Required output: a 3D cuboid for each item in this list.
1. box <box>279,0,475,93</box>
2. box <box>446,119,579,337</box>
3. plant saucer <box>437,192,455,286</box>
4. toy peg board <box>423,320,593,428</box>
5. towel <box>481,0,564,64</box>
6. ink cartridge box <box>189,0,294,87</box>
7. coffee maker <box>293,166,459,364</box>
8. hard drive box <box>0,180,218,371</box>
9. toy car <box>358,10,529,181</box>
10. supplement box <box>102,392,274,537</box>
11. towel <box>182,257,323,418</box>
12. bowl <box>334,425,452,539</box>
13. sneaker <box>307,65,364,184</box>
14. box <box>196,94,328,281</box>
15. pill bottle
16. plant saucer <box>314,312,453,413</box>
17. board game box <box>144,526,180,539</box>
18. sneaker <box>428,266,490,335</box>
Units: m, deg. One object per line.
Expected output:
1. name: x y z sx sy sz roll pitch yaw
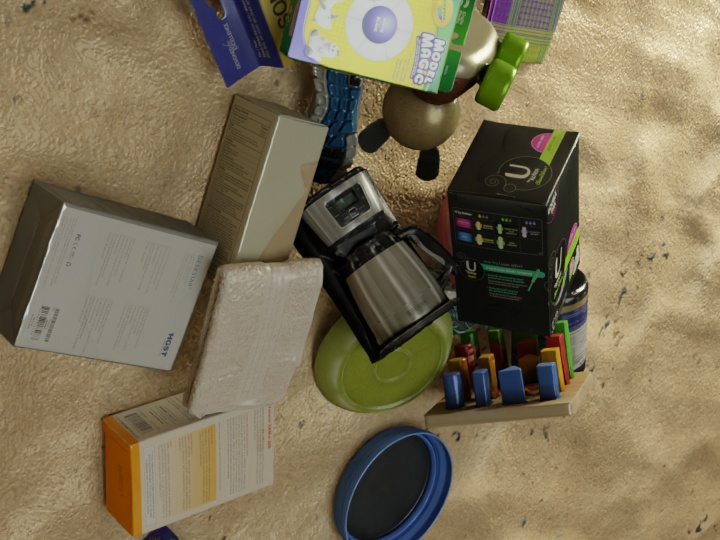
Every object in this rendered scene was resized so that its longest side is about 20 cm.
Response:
1. box: 0.024 -0.259 1.301 0.197 0.048 0.119 10 104 -20
2. box: 0.186 -0.050 1.468 0.149 0.123 0.202 -59 150 -43
3. plant saucer: 0.169 -0.034 1.637 0.199 0.050 0.204 17 65 -40
4. toy peg board: 0.198 0.135 1.672 0.199 0.197 0.099 -20 101 -70
5. towel: 0.216 -0.369 1.590 0.142 0.023 0.203 -3 113 -41
6. ink cartridge box: -0.088 -0.320 1.286 0.200 0.047 0.199 -41 133 -22
7. coffee maker: 0.000 0.000 1.460 0.134 0.192 0.201 -30 84 -38
8. hard drive box: -0.270 0.010 1.308 0.198 0.076 0.158 16 100 -44
9. toy car: 0.079 -0.204 1.462 0.201 0.163 0.158 -65 177 36
10. supplement box: -0.201 0.215 1.468 0.198 0.073 0.128 -15 119 -36
11. towel: -0.121 0.077 1.386 0.131 0.034 0.202 -5 126 -35
12. bowl: 0.046 0.313 1.756 0.199 0.039 0.203 -19 122 -33
13. sneaker: -0.026 -0.195 1.432 0.087 0.074 0.202 -73 178 -55
14. box: -0.117 -0.084 1.386 0.077 0.095 0.203 8 106 -43
15. pill bottle: 0.274 0.099 1.803 0.111 0.111 0.203 -22 124 -31
16. plant saucer: 0.037 0.116 1.615 0.197 0.031 0.202 -14 130 -18
17. board game box: -0.241 0.429 1.556 0.134 0.045 0.201 -44 132 -16
18. sneaker: 0.127 0.048 1.679 0.198 0.077 0.092 1 115 -39
